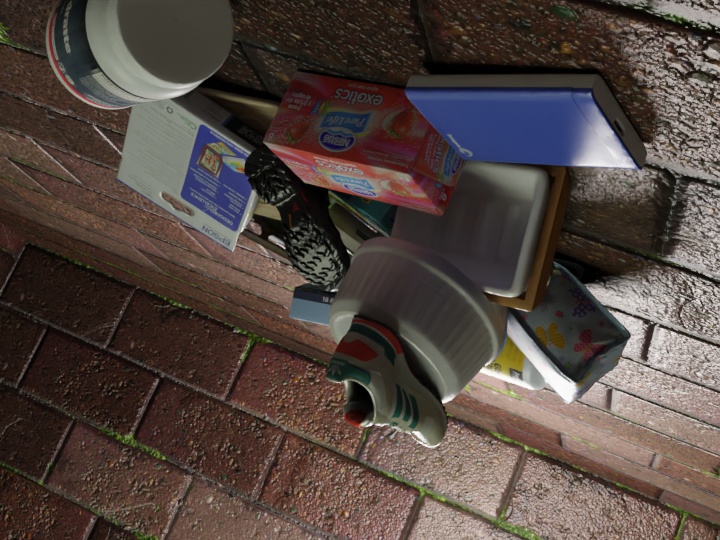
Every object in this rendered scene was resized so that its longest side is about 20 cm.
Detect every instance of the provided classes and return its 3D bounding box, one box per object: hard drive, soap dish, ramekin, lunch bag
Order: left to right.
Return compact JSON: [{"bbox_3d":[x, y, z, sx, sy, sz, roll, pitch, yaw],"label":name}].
[{"bbox_3d":[0.054,0.066,1.134,0.201,0.094,0.203,29,154,16],"label":"ramekin"},{"bbox_3d":[0.134,-0.049,1.133,0.199,0.159,0.081,14,180,38],"label":"soap dish"},{"bbox_3d":[0.156,-0.141,0.958,0.199,0.026,0.132,9,160,39],"label":"hard drive"},{"bbox_3d":[0.264,0.063,1.379,0.200,0.127,0.170,48,175,20],"label":"lunch bag"}]

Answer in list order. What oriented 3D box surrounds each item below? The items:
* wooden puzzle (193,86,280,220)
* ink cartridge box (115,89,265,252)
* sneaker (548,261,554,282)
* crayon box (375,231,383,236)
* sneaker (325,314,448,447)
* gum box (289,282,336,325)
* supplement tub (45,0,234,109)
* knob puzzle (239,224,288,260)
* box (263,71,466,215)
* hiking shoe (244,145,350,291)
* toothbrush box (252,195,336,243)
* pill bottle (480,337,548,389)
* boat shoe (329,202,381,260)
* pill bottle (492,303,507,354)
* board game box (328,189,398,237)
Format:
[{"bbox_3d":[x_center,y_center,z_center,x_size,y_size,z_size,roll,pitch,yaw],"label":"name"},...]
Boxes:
[{"bbox_3d":[-0.165,-0.163,1.341,0.184,0.046,0.201,15,136,23],"label":"wooden puzzle"},{"bbox_3d":[-0.219,-0.144,1.329,0.197,0.047,0.200,32,142,1],"label":"ink cartridge box"},{"bbox_3d":[0.185,-0.028,1.243,0.077,0.087,0.200,35,173,-17],"label":"sneaker"},{"bbox_3d":[0.085,-0.009,1.452,0.198,0.052,0.126,16,144,7],"label":"crayon box"},{"bbox_3d":[0.023,0.142,1.082,0.070,0.094,0.200,11,144,42],"label":"sneaker"},{"bbox_3d":[-0.005,0.056,1.405,0.168,0.045,0.200,12,-179,1],"label":"gum box"},{"bbox_3d":[-0.228,-0.243,1.031,0.140,0.141,0.199,32,165,-31],"label":"supplement tub"},{"bbox_3d":[-0.096,-0.028,1.495,0.218,0.031,0.220,28,179,0],"label":"knob puzzle"},{"bbox_3d":[0.008,-0.140,1.105,0.199,0.095,0.103,17,166,32],"label":"box"},{"bbox_3d":[-0.059,-0.073,1.234,0.075,0.101,0.201,-19,106,31],"label":"hiking shoe"},{"bbox_3d":[-0.086,-0.094,1.490,0.145,0.087,0.200,21,168,17],"label":"toothbrush box"},{"bbox_3d":[0.267,0.134,1.687,0.199,0.113,0.112,17,165,32],"label":"pill bottle"},{"bbox_3d":[0.000,0.000,1.350,0.200,0.075,0.093,40,120,-7],"label":"boat shoe"},{"bbox_3d":[0.140,0.073,1.327,0.108,0.110,0.200,21,171,13],"label":"pill bottle"},{"bbox_3d":[0.022,-0.082,1.299,0.151,0.047,0.200,37,180,-43],"label":"board game box"}]
